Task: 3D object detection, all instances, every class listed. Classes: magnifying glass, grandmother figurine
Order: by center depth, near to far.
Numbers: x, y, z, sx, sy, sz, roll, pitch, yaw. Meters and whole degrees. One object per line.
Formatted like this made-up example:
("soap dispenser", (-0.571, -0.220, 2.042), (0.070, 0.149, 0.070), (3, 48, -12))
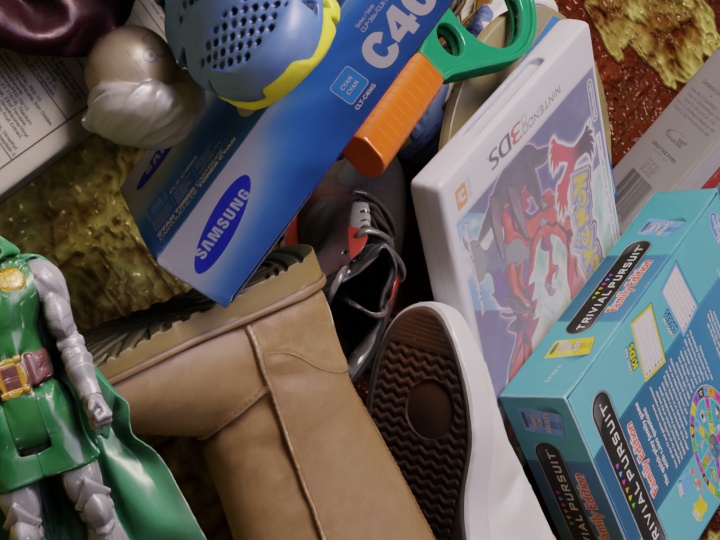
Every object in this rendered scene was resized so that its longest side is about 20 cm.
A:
("grandmother figurine", (-0.139, -0.136, 0.815), (0.201, 0.060, 0.121), (53, 52, -4))
("magnifying glass", (0.040, -0.114, 0.985), (0.080, 0.022, 0.200), (48, 42, -14))

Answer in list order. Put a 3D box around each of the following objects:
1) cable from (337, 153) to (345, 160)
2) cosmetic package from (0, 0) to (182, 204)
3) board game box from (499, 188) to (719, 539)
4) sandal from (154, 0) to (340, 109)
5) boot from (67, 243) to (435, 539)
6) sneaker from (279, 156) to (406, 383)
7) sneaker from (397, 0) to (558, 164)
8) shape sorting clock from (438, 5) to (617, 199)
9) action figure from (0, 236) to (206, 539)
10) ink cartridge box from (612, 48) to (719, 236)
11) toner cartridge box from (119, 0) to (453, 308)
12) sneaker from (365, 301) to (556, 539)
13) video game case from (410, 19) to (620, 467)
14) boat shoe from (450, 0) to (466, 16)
("cable", (-0.051, -0.160, 0.949), (0.050, 0.163, 0.201), (-21, 122, -17))
("cosmetic package", (-0.161, -0.099, 0.880), (0.104, 0.087, 0.200), (53, 43, -6))
("board game box", (0.169, 0.071, 1.087), (0.200, 0.047, 0.152), (-47, 123, -39))
("sandal", (-0.077, -0.149, 0.806), (0.087, 0.079, 0.201), (31, 23, -52))
("boot", (-0.057, 0.111, 0.873), (0.174, 0.066, 0.201), (-23, 103, -13))
("sneaker", (0.000, 0.000, 0.986), (0.077, 0.082, 0.201), (39, 46, -22))
("sneaker", (0.083, -0.115, 1.138), (0.088, 0.075, 0.200), (48, 44, -14))
("shape sorting clock", (0.096, -0.053, 1.097), (0.200, 0.039, 0.202), (-21, 115, -55))
("action figure", (-0.137, 0.067, 0.782), (0.117, 0.055, 0.202), (-20, 90, -10))
("ink cartridge box", (0.280, -0.041, 1.206), (0.200, 0.176, 0.084), (37, 11, -25))
("toner cartridge box", (-0.027, -0.089, 0.842), (0.043, 0.201, 0.095), (33, 9, -26))
("sneaker", (0.057, 0.114, 0.985), (0.084, 0.072, 0.202), (-8, 91, -52))
("video game case", (0.096, -0.009, 1.048), (0.182, 0.023, 0.201), (-48, 135, -43))
("boat shoe", (0.028, -0.160, 1.068), (0.074, 0.066, 0.201), (47, 63, -46))
